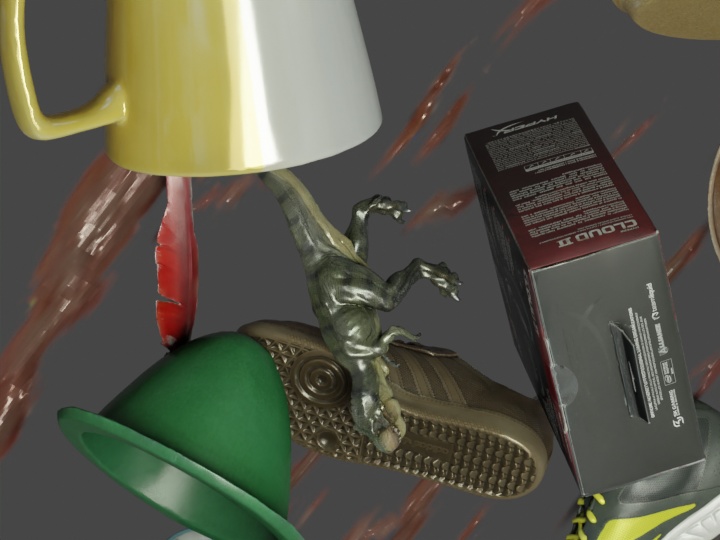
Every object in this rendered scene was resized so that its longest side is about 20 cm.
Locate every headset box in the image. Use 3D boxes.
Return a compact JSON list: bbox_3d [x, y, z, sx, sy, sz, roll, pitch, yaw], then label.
[{"bbox_3d":[0.125,0.017,1.378,0.077,0.200,0.149,-17,117,-2],"label":"headset box"}]

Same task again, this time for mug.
[{"bbox_3d":[-0.078,-0.137,1.283,0.149,0.187,0.154,6,112,30],"label":"mug"}]

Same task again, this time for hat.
[{"bbox_3d":[-0.066,0.050,1.425,0.165,0.200,0.176,23,73,18],"label":"hat"}]

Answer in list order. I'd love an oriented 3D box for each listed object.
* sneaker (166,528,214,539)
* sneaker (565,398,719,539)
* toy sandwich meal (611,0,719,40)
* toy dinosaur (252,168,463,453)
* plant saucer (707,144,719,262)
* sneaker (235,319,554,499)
[{"bbox_3d":[-0.040,0.248,1.497,0.200,0.131,0.080,33,104,-24],"label":"sneaker"},{"bbox_3d":[0.157,0.155,1.534,0.200,0.074,0.085,-42,111,0],"label":"sneaker"},{"bbox_3d":[0.232,-0.179,1.340,0.205,0.205,0.070,-3,82,-10],"label":"toy sandwich meal"},{"bbox_3d":[0.000,0.000,1.402,0.088,0.047,0.200,-24,86,-21],"label":"toy dinosaur"},{"bbox_3d":[0.297,-0.058,1.470,0.200,0.037,0.201,-4,116,-9],"label":"plant saucer"},{"bbox_3d":[0.019,0.075,1.466,0.200,0.076,0.071,24,121,2],"label":"sneaker"}]
